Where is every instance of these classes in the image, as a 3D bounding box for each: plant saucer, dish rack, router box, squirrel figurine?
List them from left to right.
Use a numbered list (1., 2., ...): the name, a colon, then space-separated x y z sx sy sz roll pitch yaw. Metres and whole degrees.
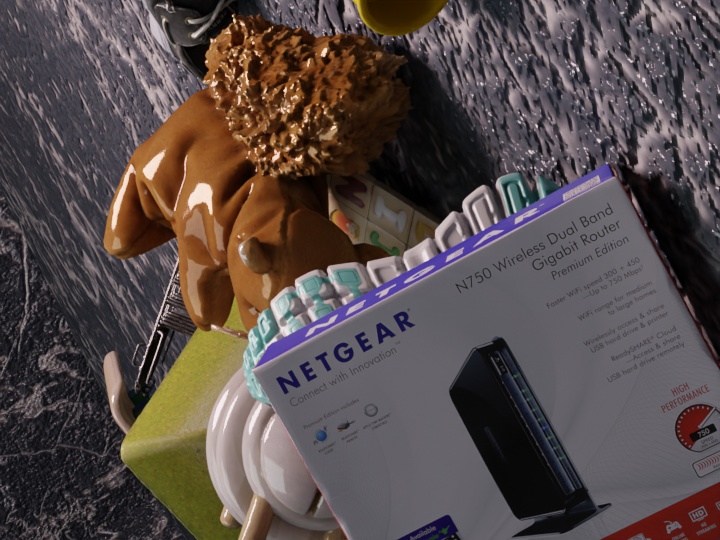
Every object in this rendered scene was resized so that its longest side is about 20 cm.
1. dish rack: -0.125 0.006 1.214 0.054 0.201 0.153 20 -178 -2
2. squirrel figurine: -0.051 -0.050 0.912 0.187 0.141 0.201 -128 53 -61
3. plant saucer: -0.047 0.123 1.075 0.048 0.200 0.200 -26 112 37
4. router box: 0.077 0.075 0.752 0.180 0.199 0.049 60 -169 -7

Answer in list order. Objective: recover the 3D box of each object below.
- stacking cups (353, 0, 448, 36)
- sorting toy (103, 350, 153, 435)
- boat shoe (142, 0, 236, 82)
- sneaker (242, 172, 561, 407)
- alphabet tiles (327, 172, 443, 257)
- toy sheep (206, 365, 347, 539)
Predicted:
1. stacking cups: -0.022 -0.201 0.824 0.200 0.060 0.061 52 164 40
2. sorting toy: -0.148 0.161 1.275 0.201 0.036 0.185 58 174 -11
3. boat shoe: -0.117 -0.197 1.103 0.071 0.072 0.200 45 172 13
4. sneaker: 0.034 0.028 0.829 0.091 0.199 0.078 47 -159 -59
5. alphabet tiles: 0.000 0.000 1.052 0.200 0.006 0.167 33 140 21
6. toy sheep: -0.030 0.108 0.928 0.138 0.138 0.200 61 168 -10
